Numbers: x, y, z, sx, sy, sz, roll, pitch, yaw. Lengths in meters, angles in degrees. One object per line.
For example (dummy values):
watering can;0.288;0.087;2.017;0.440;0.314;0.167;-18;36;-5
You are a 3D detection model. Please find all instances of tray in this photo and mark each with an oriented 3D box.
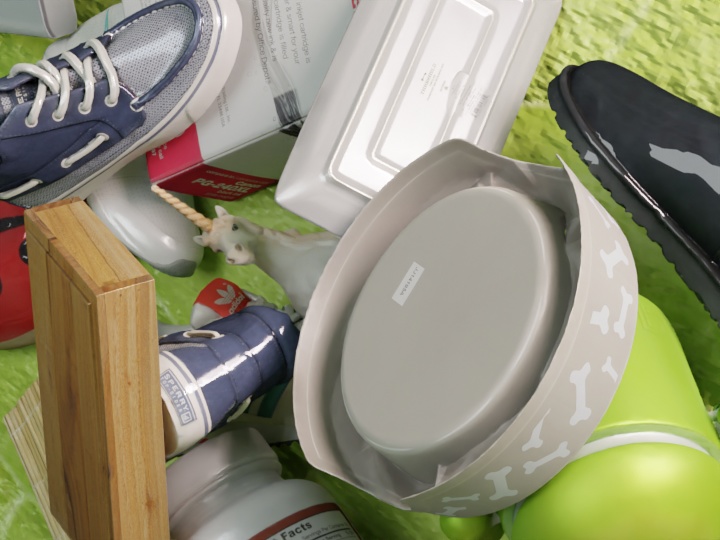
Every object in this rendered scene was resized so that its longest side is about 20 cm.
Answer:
tray;0.037;-0.099;1.237;0.200;0.107;0.022;-67;11;-24
tray;-0.141;0.072;1.213;0.099;0.037;0.200;43;143;49

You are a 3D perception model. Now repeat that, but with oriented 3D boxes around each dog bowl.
dog bowl;0.054;0.031;1.122;0.200;0.059;0.200;-31;44;35

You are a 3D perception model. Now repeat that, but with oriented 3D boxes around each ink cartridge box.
ink cartridge box;-0.039;-0.143;1.355;0.200;0.083;0.145;-21;70;34

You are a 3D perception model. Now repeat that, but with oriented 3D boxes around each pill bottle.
pill bottle;-0.037;0.190;1.255;0.112;0.112;0.200;-45;68;22

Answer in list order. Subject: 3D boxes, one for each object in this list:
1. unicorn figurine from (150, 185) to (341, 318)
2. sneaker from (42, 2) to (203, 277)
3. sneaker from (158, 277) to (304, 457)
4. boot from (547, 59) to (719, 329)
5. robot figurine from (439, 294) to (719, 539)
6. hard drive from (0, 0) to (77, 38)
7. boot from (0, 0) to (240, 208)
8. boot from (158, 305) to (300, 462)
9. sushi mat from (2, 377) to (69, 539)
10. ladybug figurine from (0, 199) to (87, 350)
unicorn figurine;0.000;0.000;1.269;0.074;0.200;0.137;95;153;-42
sneaker;-0.139;-0.088;1.433;0.080;0.070;0.200;-37;61;24
sneaker;-0.054;0.048;1.319;0.200;0.070;0.093;-14;110;38
boot;0.209;-0.077;1.155;0.168;0.076;0.200;-47;64;25
robot figurine;0.121;0.089;1.151;0.175;0.116;0.200;-22;46;7
hard drive;-0.262;-0.226;1.517;0.200;0.027;0.132;12;119;51
boot;-0.162;-0.101;1.326;0.200;0.090;0.073;-40;60;29
boot;-0.100;0.068;1.287;0.073;0.090;0.200;65;156;-5
sushi mat;-0.165;0.145;1.444;0.096;0.012;0.200;-42;59;26
ladybug figurine;-0.236;-0.019;1.492;0.200;0.072;0.136;-16;72;34
